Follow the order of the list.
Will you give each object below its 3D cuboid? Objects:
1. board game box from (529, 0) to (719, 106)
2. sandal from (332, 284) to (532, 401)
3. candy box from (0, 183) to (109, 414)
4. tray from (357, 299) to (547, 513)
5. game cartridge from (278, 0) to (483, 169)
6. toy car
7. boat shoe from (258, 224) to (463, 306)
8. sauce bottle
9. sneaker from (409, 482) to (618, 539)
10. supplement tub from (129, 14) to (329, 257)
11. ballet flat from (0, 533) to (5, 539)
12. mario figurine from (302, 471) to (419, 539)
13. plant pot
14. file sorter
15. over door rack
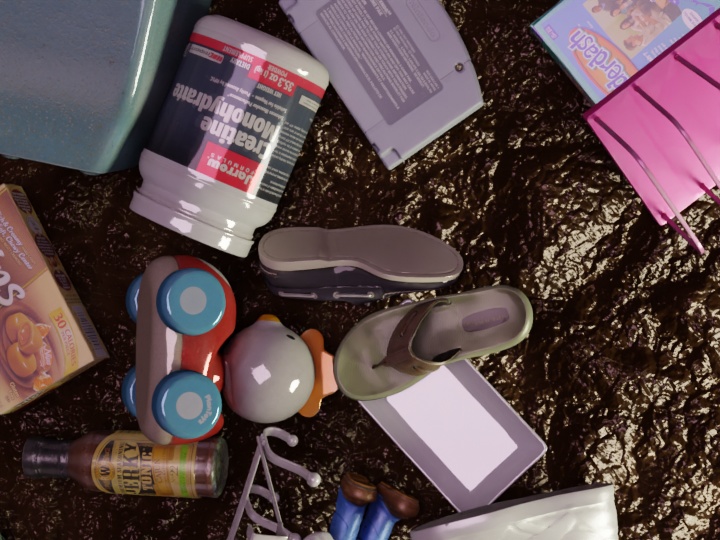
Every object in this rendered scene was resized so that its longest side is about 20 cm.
[{"bbox_3d":[0.284,-0.237,1.486,0.200,0.045,0.152,-39,85,5],"label":"board game box"},{"bbox_3d":[0.065,0.062,1.483,0.200,0.057,0.080,-22,86,7],"label":"sandal"},{"bbox_3d":[-0.350,0.028,1.566,0.115,0.055,0.201,-29,85,7],"label":"candy box"},{"bbox_3d":[0.077,0.134,1.520,0.107,0.022,0.200,-43,84,6],"label":"tray"},{"bbox_3d":[0.027,-0.217,1.528,0.133,0.042,0.201,-33,85,2],"label":"game cartridge"},{"bbox_3d":[-0.113,0.078,1.498,0.199,0.184,0.178,3,88,-19],"label":"toy car"},{"bbox_3d":[0.000,0.000,1.527,0.198,0.073,0.063,4,132,3],"label":"boat shoe"},{"bbox_3d":[-0.232,0.190,1.542,0.198,0.065,0.065,0,89,9],"label":"sauce bottle"},{"bbox_3d":[0.151,0.273,1.468,0.199,0.074,0.116,-9,88,-7],"label":"sneaker"},{"bbox_3d":[-0.126,-0.128,1.495,0.140,0.140,0.201,23,92,8],"label":"supplement tub"},{"bbox_3d":[-0.352,0.344,1.563,0.074,0.074,0.202,-1,91,8],"label":"ballet flat"},{"bbox_3d":[-0.005,0.303,1.486,0.123,0.106,0.201,20,93,5],"label":"mario figurine"},{"bbox_3d":[-0.269,-0.201,1.498,0.194,0.196,0.201,12,99,8],"label":"plant pot"},{"bbox_3d":[0.334,-0.132,1.411,0.200,0.126,0.139,-38,115,5],"label":"file sorter"},{"bbox_3d":[-0.087,0.256,1.439,0.066,0.200,0.149,15,111,-7],"label":"over door rack"}]
